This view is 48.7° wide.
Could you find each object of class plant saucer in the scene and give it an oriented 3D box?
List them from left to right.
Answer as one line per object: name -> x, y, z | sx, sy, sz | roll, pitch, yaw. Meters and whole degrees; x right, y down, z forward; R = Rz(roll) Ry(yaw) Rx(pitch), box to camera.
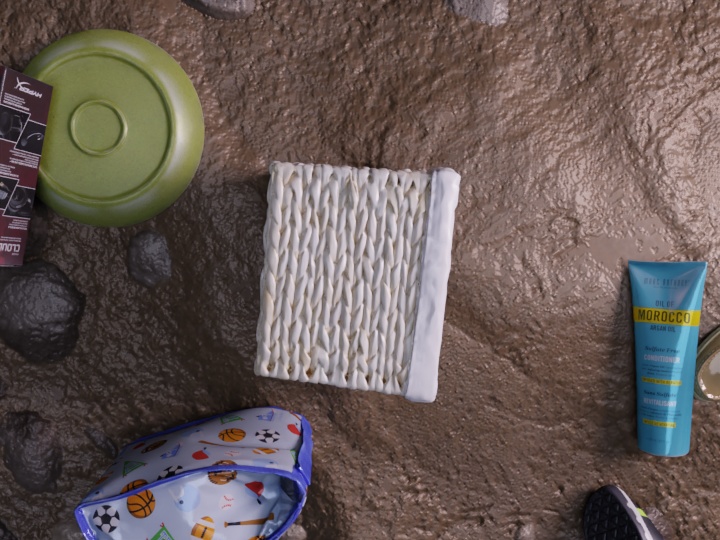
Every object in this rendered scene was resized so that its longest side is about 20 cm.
plant saucer -> -0.259, -0.142, 0.799 | 0.200, 0.031, 0.200 | 0, 97, -1

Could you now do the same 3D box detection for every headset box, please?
headset box -> -0.392, -0.095, 0.755 | 0.149, 0.077, 0.200 | 11, 90, 13

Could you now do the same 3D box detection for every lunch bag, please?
lunch bag -> -0.141, 0.213, 0.771 | 0.200, 0.170, 0.124 | -21, 99, 1

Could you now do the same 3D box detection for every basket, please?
basket -> 0.000, 0.000, 0.740 | 0.161, 0.198, 0.200 | 4, 97, 2

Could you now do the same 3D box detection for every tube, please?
tube -> 0.317, 0.089, 0.827 | 0.077, 0.050, 0.200 | 2, 96, 29

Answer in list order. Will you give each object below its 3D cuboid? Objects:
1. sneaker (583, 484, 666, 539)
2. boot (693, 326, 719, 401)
sneaker -> 0.308, 0.317, 0.827 | 0.072, 0.083, 0.200 | -49, 54, 33
boot -> 0.433, 0.082, 0.775 | 0.200, 0.155, 0.073 | -26, 97, 2
